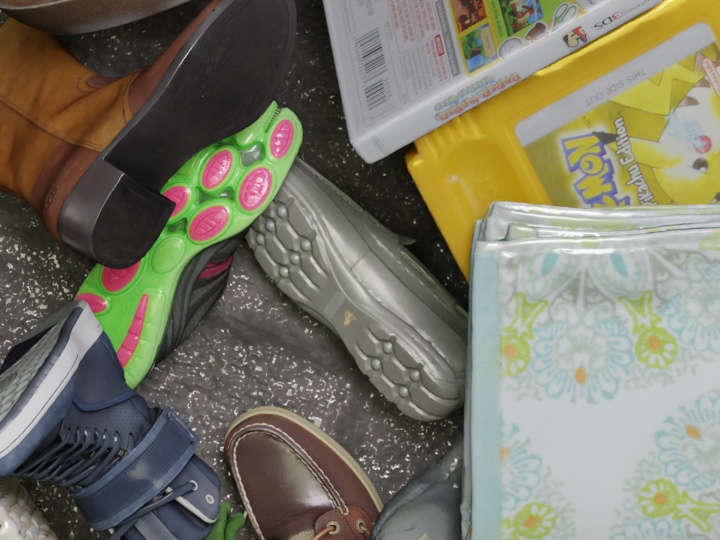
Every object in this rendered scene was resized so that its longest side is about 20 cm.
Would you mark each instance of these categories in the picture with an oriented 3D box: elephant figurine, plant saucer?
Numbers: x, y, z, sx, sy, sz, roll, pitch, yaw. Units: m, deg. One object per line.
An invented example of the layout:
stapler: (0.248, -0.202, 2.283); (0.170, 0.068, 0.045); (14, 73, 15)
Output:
elephant figurine: (0.096, 0.180, 1.555); (0.155, 0.200, 0.142); (22, 75, 29)
plant saucer: (-0.111, -0.180, 1.525); (0.199, 0.200, 0.032); (-23, 110, -4)

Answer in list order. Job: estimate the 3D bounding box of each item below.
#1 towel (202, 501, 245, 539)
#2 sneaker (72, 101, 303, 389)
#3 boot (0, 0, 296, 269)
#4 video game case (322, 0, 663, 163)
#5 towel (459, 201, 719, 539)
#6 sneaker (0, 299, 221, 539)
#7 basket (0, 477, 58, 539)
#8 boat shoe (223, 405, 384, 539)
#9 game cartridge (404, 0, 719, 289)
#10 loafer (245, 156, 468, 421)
towel: (-0.136, 0.221, 1.518); (0.031, 0.149, 0.200); (43, 95, -6)
sneaker: (-0.104, -0.019, 1.562); (0.077, 0.084, 0.200); (39, 103, 6)
boot: (-0.141, -0.107, 1.537); (0.068, 0.200, 0.189); (29, 92, -40)
video game case: (0.063, -0.166, 1.423); (0.181, 0.201, 0.023); (-29, 130, 16)
towel: (0.138, 0.059, 1.405); (0.170, 0.048, 0.201); (-1, 110, -6)
sneaker: (-0.142, 0.106, 1.446); (0.077, 0.202, 0.147); (-31, 98, 15)
basket: (-0.262, 0.180, 1.503); (0.200, 0.198, 0.161); (-38, 95, -4)
boat shoe: (-0.016, 0.171, 1.569); (0.072, 0.072, 0.201); (-29, 94, 15)
game cartridge: (0.141, -0.043, 1.414); (0.199, 0.032, 0.177); (-29, 106, 1)
loafer: (0.000, 0.000, 1.591); (0.200, 0.070, 0.070); (50, 47, 5)
